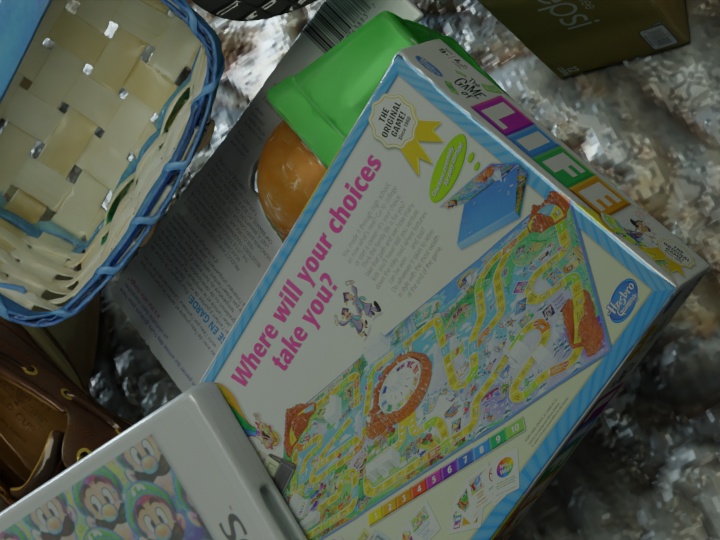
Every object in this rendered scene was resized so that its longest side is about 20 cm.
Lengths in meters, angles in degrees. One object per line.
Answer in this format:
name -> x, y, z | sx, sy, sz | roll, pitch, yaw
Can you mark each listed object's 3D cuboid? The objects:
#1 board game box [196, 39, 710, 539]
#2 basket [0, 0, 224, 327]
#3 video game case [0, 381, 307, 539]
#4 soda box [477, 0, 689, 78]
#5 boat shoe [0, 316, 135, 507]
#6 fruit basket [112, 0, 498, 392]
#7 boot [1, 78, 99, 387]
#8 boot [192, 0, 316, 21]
board game box -> 0.023, 0.033, 0.740 | 0.134, 0.034, 0.200 | 42, 121, 15
basket -> -0.138, -0.066, 0.803 | 0.139, 0.200, 0.177 | 33, 104, 3
video game case -> -0.090, 0.170, 0.802 | 0.200, 0.024, 0.182 | -33, 85, 28
soda box -> 0.068, -0.149, 0.777 | 0.064, 0.200, 0.068 | -13, 68, 24
boat shoe -> -0.126, 0.092, 0.852 | 0.200, 0.068, 0.072 | 42, 105, 9
fruit basket -> 0.000, 0.000, 0.836 | 0.185, 0.094, 0.200 | 48, 116, 27
boot -> -0.209, -0.009, 0.971 | 0.144, 0.071, 0.202 | -23, 73, 35
boot -> -0.002, -0.177, 0.867 | 0.200, 0.132, 0.070 | -38, 98, -5
